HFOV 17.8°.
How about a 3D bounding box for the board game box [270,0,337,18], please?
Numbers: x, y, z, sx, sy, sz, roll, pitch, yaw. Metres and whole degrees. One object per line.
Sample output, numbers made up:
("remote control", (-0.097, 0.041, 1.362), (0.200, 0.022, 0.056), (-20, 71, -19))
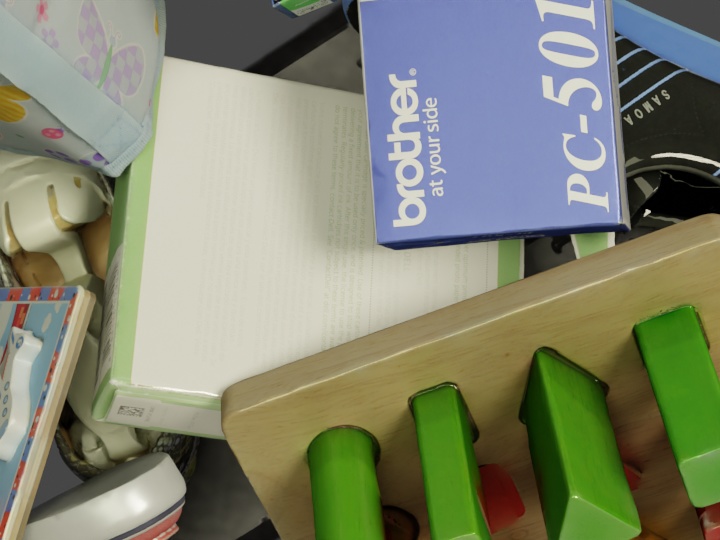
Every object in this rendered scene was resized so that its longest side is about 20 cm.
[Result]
("board game box", (0.040, -0.191, 0.819), (0.199, 0.034, 0.136), (-20, 85, 10))

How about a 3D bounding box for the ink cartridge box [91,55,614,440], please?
("ink cartridge box", (0.000, 0.000, 0.912), (0.198, 0.048, 0.147), (9, 63, -13))

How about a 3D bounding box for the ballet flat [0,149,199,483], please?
("ballet flat", (-0.117, 0.001, 0.948), (0.072, 0.072, 0.202), (-20, 87, 9))

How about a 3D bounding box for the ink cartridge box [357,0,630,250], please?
("ink cartridge box", (0.046, -0.112, 0.857), (0.093, 0.044, 0.202), (-4, 87, 10))

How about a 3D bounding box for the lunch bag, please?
("lunch bag", (-0.171, -0.135, 0.871), (0.127, 0.170, 0.200), (-41, 57, 6))

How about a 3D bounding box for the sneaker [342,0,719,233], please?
("sneaker", (0.080, -0.064, 0.899), (0.198, 0.070, 0.078), (20, 65, 3))

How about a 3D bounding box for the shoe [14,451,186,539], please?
("shoe", (-0.123, 0.143, 0.918), (0.199, 0.071, 0.092), (-28, 90, 42))

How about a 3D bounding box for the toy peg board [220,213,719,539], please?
("toy peg board", (0.076, 0.113, 0.851), (0.199, 0.098, 0.200), (-20, 124, 9))

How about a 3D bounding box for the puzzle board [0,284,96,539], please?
("puzzle board", (-0.173, 0.101, 0.902), (0.017, 0.150, 0.202), (24, 76, -31))
